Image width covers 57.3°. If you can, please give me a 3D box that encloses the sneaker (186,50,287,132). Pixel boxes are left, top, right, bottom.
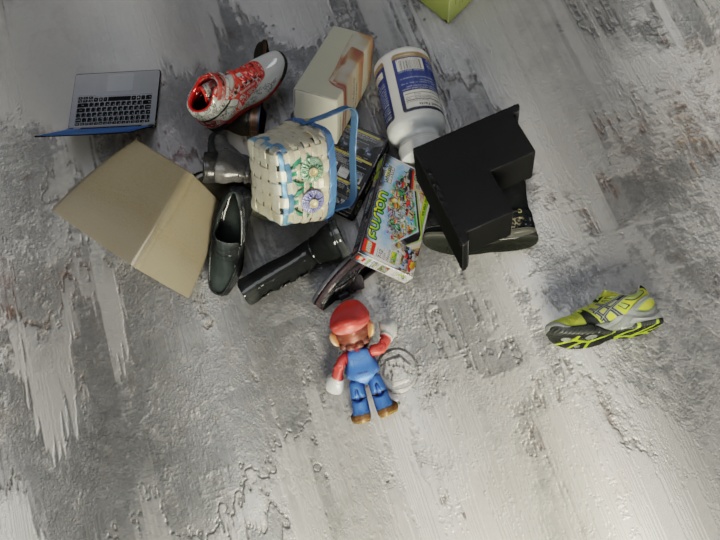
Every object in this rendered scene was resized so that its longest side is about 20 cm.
[{"bbox_3d":[-0.224,-0.337,1.194,0.200,0.108,0.068,-38,78,7],"label":"sneaker"}]

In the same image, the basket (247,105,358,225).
[{"bbox_3d":[-0.081,-0.164,1.083,0.138,0.180,0.198,25,40,37],"label":"basket"}]

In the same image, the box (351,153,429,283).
[{"bbox_3d":[0.060,-0.092,1.149,0.108,0.035,0.204,23,65,-16],"label":"box"}]

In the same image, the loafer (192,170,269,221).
[{"bbox_3d":[-0.236,-0.150,1.222,0.196,0.070,0.077,13,75,9],"label":"loafer"}]

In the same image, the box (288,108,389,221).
[{"bbox_3d":[-0.066,-0.207,1.234,0.197,0.049,0.164,24,79,13],"label":"box"}]

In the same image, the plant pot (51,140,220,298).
[{"bbox_3d":[-0.359,-0.098,1.138,0.198,0.200,0.179,31,82,18],"label":"plant pot"}]

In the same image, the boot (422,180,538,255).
[{"bbox_3d":[0.208,-0.112,1.170,0.198,0.074,0.157,-2,69,5],"label":"boot"}]

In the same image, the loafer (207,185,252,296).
[{"bbox_3d":[-0.237,-0.050,1.162,0.067,0.070,0.205,17,103,7],"label":"loafer"}]

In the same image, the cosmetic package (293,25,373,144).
[{"bbox_3d":[-0.047,-0.343,1.212,0.085,0.104,0.202,17,55,9],"label":"cosmetic package"}]

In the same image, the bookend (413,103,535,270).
[{"bbox_3d":[0.214,-0.140,1.091,0.197,0.093,0.201,-23,63,-2],"label":"bookend"}]

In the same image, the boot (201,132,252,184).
[{"bbox_3d":[-0.214,-0.193,1.192,0.128,0.071,0.201,4,28,-11],"label":"boot"}]

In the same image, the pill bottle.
[{"bbox_3d":[0.095,-0.295,1.211,0.108,0.111,0.204,-12,72,2],"label":"pill bottle"}]

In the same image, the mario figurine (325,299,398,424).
[{"bbox_3d":[0.004,0.149,1.121,0.121,0.105,0.205,-8,81,-35],"label":"mario figurine"}]

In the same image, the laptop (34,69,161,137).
[{"bbox_3d":[-0.503,-0.326,1.278,0.183,0.116,0.205,-1,73,5],"label":"laptop"}]

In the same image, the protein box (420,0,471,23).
[{"bbox_3d":[0.190,-0.636,1.257,0.135,0.199,0.200,43,81,16],"label":"protein box"}]

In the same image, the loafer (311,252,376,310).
[{"bbox_3d":[0.000,0.000,1.157,0.063,0.072,0.200,41,78,11],"label":"loafer"}]

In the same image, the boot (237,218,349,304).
[{"bbox_3d":[-0.120,-0.012,1.122,0.197,0.165,0.067,-25,86,-4],"label":"boot"}]

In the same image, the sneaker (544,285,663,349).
[{"bbox_3d":[0.397,0.078,1.097,0.195,0.076,0.078,-8,65,-8],"label":"sneaker"}]

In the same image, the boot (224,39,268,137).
[{"bbox_3d":[-0.229,-0.359,1.283,0.095,0.075,0.205,4,76,4],"label":"boot"}]
